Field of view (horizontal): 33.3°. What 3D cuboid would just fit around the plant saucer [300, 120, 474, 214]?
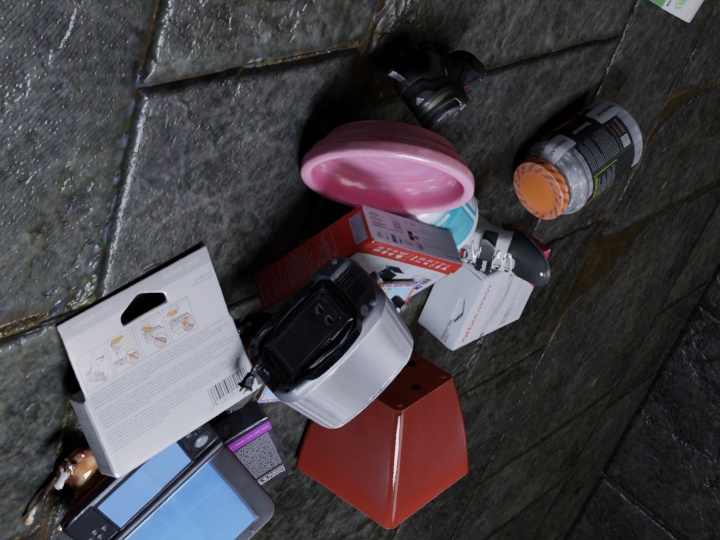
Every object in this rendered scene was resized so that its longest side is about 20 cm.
[{"bbox_3d":[0.032,-0.118,1.365,0.200,0.197,0.052,40,54,-65],"label":"plant saucer"}]

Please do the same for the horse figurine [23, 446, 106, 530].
[{"bbox_3d":[-0.299,0.236,1.388,0.199,0.050,0.133,-5,133,-56],"label":"horse figurine"}]

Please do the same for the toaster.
[{"bbox_3d":[-0.033,0.093,1.360,0.200,0.114,0.129,-46,141,0],"label":"toaster"}]

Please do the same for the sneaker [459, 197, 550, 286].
[{"bbox_3d":[0.170,-0.028,1.663,0.088,0.199,0.075,-34,145,-30],"label":"sneaker"}]

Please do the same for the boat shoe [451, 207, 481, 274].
[{"bbox_3d":[0.113,-0.016,1.734,0.199,0.076,0.072,-35,152,-30],"label":"boat shoe"}]

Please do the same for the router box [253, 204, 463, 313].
[{"bbox_3d":[0.000,0.000,1.465,0.178,0.050,0.199,-32,155,29],"label":"router box"}]

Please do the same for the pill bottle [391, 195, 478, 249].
[{"bbox_3d":[0.088,-0.085,1.555,0.111,0.110,0.200,-51,155,0],"label":"pill bottle"}]

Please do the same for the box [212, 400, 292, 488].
[{"bbox_3d":[-0.174,0.261,1.613,0.142,0.036,0.201,-30,149,-10],"label":"box"}]

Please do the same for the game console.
[{"bbox_3d":[-0.216,0.281,1.388,0.200,0.119,0.173,-43,156,-13],"label":"game console"}]

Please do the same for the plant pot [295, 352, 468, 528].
[{"bbox_3d":[0.041,0.226,1.809,0.199,0.198,0.179,-26,132,-43],"label":"plant pot"}]

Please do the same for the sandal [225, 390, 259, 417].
[{"bbox_3d":[-0.098,0.121,1.567,0.202,0.057,0.080,-54,153,5],"label":"sandal"}]

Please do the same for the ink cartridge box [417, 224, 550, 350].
[{"bbox_3d":[0.197,0.025,1.915,0.199,0.083,0.147,-19,140,-49],"label":"ink cartridge box"}]

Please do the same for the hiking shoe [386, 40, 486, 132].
[{"bbox_3d":[0.085,-0.233,1.391,0.075,0.101,0.200,-38,-169,24],"label":"hiking shoe"}]

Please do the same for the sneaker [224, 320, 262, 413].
[{"bbox_3d":[-0.176,0.133,1.435,0.199,0.070,0.099,-22,140,-49],"label":"sneaker"}]

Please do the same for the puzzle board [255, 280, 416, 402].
[{"bbox_3d":[-0.028,0.090,1.483,0.149,0.017,0.201,0,134,-40],"label":"puzzle board"}]

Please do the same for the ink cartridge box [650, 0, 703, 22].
[{"bbox_3d":[0.470,-0.443,1.798,0.199,0.059,0.105,-1,125,-59],"label":"ink cartridge box"}]

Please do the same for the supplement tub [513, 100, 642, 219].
[{"bbox_3d":[0.332,-0.168,1.850,0.199,0.122,0.124,-35,150,-32],"label":"supplement tub"}]

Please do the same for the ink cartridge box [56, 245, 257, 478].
[{"bbox_3d":[-0.221,0.094,1.296,0.199,0.044,0.179,-30,110,-35],"label":"ink cartridge box"}]
